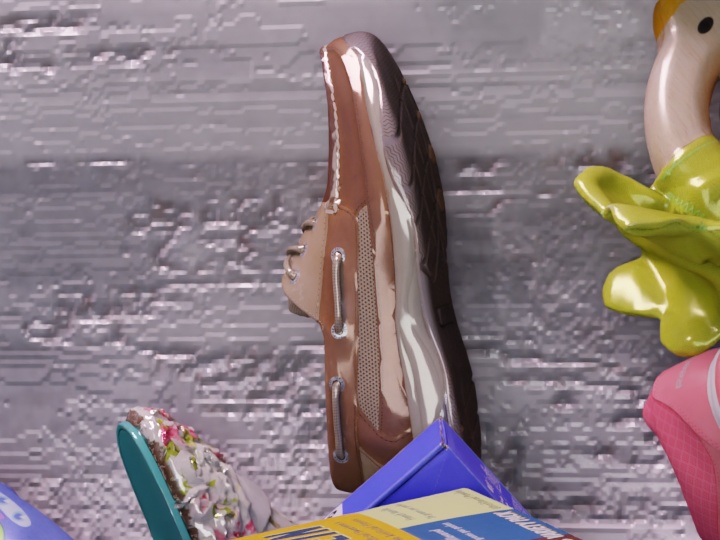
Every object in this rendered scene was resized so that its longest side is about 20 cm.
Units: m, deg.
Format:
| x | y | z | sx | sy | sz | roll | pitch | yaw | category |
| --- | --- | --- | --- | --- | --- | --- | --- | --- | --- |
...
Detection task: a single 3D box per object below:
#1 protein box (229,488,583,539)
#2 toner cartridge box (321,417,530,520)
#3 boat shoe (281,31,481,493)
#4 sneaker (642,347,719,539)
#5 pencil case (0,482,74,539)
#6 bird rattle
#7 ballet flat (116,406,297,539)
| x | y | z | sx | sy | sz | roll | pitch | yaw | category |
| --- | --- | --- | --- | --- | --- | --- | --- | --- | --- |
| -0.012 | 0.203 | 0.881 | 0.199 | 0.135 | 0.200 | -10 | 100 | -23 | protein box |
| 0.064 | 0.166 | 1.001 | 0.095 | 0.043 | 0.200 | -40 | 99 | 8 | toner cartridge box |
| 0.000 | 0.000 | 1.035 | 0.071 | 0.076 | 0.201 | -10 | 85 | 13 | boat shoe |
| 0.186 | 0.110 | 0.999 | 0.074 | 0.087 | 0.201 | -40 | 104 | -34 | sneaker |
| -0.133 | 0.155 | 1.025 | 0.200 | 0.087 | 0.078 | 35 | 129 | 30 | pencil case |
| 0.186 | -0.047 | 0.989 | 0.199 | 0.113 | 0.164 | -5 | 71 | 8 | bird rattle |
| -0.044 | 0.146 | 1.051 | 0.064 | 0.076 | 0.201 | -20 | 88 | -21 | ballet flat |
